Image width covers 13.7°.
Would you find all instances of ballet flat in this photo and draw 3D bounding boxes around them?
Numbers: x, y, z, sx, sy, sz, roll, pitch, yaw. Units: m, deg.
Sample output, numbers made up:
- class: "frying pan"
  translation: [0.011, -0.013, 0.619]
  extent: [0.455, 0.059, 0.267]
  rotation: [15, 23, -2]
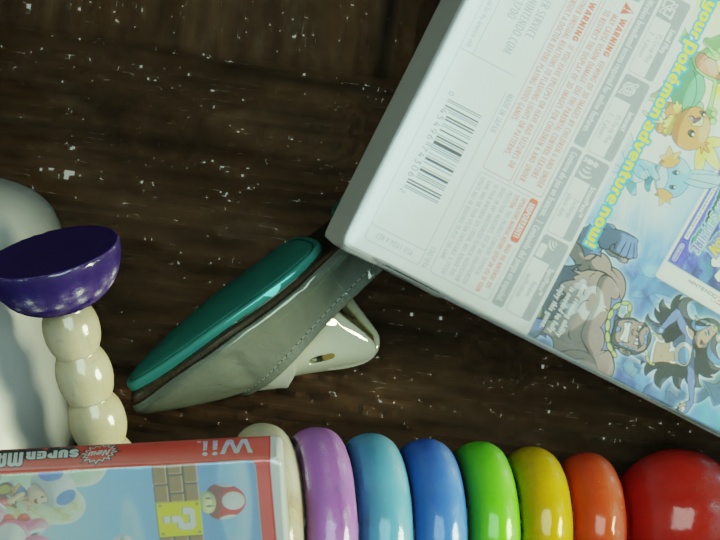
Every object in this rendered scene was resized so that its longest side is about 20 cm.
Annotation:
- class: "ballet flat"
  translation: [0.000, 0.000, 1.148]
  extent: [0.200, 0.067, 0.064]
  rotation: [-44, 101, -5]

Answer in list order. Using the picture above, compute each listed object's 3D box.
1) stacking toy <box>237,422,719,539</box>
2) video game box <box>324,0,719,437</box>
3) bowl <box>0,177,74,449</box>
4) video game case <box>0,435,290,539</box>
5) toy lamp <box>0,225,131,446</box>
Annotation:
- class: "stacking toy"
  translation: [0.051, 0.100, 1.143]
  extent: [0.199, 0.085, 0.086]
  rotation: [0, 87, -10]
- class: "video game box"
  translation: [0.111, -0.060, 1.102]
  extent: [0.182, 0.047, 0.201]
  rotation: [27, 91, -12]
- class: "bowl"
  translation: [-0.208, 0.058, 1.122]
  extent: [0.199, 0.075, 0.201]
  rotation: [1, 88, -4]
- class: "video game case"
  translation: [-0.123, 0.124, 1.079]
  extent: [0.199, 0.017, 0.144]
  rotation: [-3, 125, 0]
- class: "toy lamp"
  translation: [-0.089, 0.084, 1.115]
  extent: [0.058, 0.058, 0.201]
  rotation: [-14, 110, -6]
